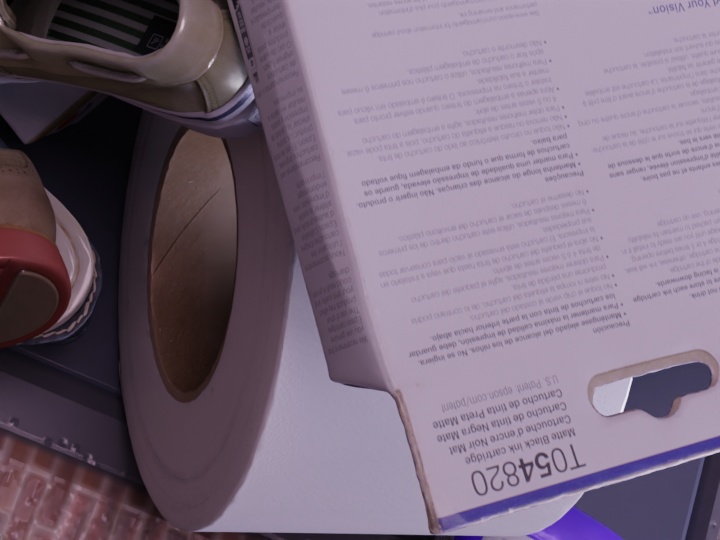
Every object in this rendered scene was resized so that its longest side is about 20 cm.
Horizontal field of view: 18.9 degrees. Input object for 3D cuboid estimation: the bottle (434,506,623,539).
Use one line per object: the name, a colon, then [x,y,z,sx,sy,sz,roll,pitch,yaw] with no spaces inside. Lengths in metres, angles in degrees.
bottle: [0.042,0.186,0.868,0.083,0.065,0.200,31,66,-14]

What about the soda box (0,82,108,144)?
soda box: [-0.162,-0.150,0.858,0.068,0.064,0.200,-38,94,16]

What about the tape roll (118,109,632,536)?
tape roll: [0.000,0.000,0.824,0.139,0.203,0.203,4,74,-23]

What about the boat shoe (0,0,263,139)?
boat shoe: [-0.107,-0.100,0.754,0.062,0.200,0.072,33,78,-53]

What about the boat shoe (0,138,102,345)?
boat shoe: [-0.175,-0.049,0.837,0.200,0.062,0.075,41,77,7]

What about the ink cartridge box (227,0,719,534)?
ink cartridge box: [0.067,-0.029,0.720,0.199,0.041,0.201,-11,82,-32]

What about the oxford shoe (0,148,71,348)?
oxford shoe: [-0.205,-0.012,0.755,0.199,0.071,0.075,3,51,-22]
